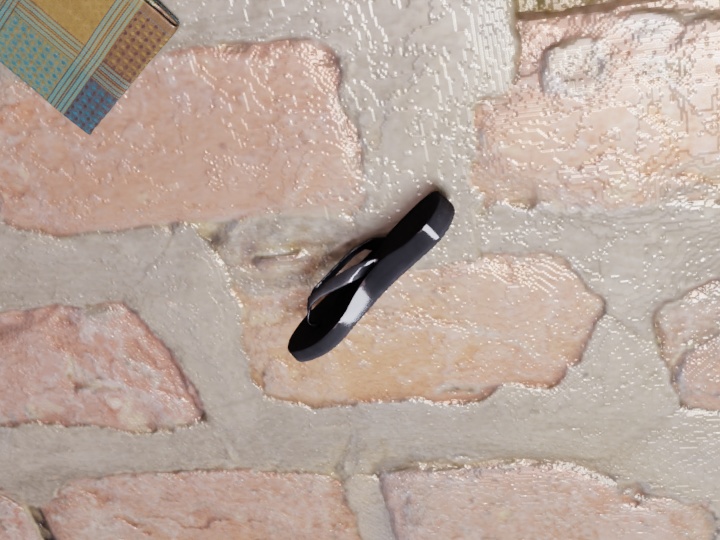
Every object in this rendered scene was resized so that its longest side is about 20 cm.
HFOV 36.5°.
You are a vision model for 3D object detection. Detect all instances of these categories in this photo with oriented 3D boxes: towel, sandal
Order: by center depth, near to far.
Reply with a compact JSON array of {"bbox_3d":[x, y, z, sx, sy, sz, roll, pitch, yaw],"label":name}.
[{"bbox_3d":[-0.261,-0.221,0.886,0.199,0.022,0.146,40,124,-17],"label":"towel"},{"bbox_3d":[0.000,-0.001,0.947,0.043,0.076,0.200,37,113,-16],"label":"sandal"}]
